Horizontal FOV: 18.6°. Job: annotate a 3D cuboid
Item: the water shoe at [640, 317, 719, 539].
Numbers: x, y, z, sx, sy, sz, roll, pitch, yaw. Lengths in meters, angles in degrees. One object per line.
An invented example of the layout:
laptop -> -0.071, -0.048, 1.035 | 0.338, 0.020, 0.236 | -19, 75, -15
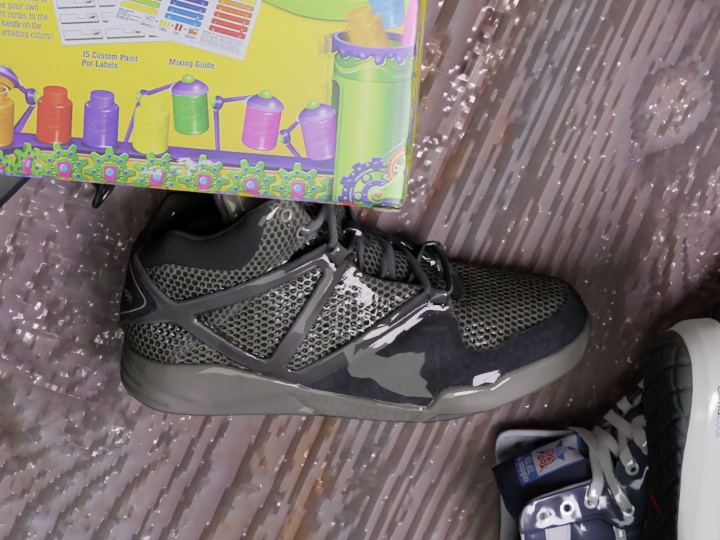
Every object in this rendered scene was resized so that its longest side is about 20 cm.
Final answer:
water shoe -> 0.160, 0.108, 0.905 | 0.079, 0.072, 0.201 | -8, 126, -7

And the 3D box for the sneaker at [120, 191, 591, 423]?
sneaker -> 0.000, 0.000, 0.908 | 0.199, 0.076, 0.115 | 2, 121, -2

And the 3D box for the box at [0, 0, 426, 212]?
box -> -0.073, -0.136, 0.780 | 0.199, 0.122, 0.193 | 6, 107, 2

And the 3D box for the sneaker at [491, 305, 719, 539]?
sneaker -> 0.127, 0.067, 0.959 | 0.108, 0.070, 0.201 | 14, 115, -15

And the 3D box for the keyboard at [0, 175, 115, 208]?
keyboard -> -0.099, -0.097, 0.872 | 0.200, 0.040, 0.104 | -43, 112, 14
